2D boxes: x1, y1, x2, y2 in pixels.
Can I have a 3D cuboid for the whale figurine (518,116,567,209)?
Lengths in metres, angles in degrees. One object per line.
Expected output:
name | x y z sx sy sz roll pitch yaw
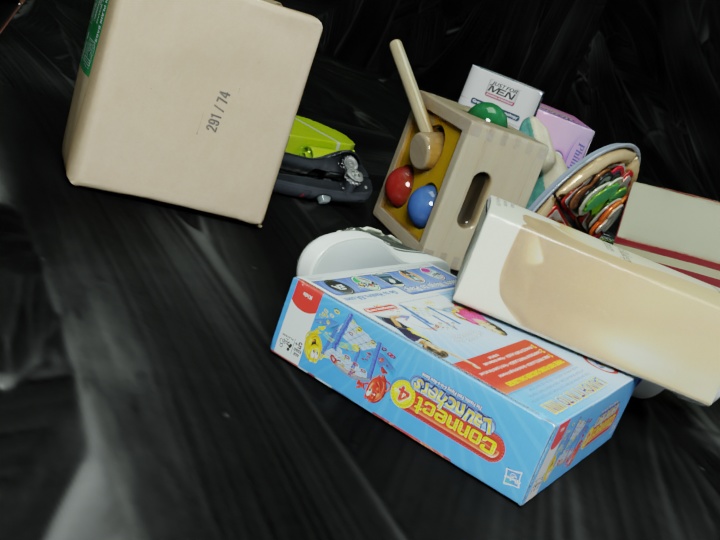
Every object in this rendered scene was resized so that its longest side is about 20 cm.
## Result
whale figurine | 0.202 -0.082 1.152 0.103 0.200 0.160 -14 48 11

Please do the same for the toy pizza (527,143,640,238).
toy pizza | 0.222 -0.047 1.013 0.032 0.201 0.200 48 26 25

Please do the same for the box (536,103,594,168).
box | 0.251 -0.151 1.437 0.096 0.177 0.200 21 15 -2

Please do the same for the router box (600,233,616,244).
router box | 0.372 0.015 1.245 0.199 0.063 0.150 18 14 -13

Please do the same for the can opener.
can opener | -0.069 -0.105 1.101 0.199 0.079 0.064 2 62 -43

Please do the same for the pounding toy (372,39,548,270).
pounding toy | 0.092 -0.128 1.093 0.141 0.201 0.184 13 16 -24

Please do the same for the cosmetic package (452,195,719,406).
cosmetic package | 0.174 0.018 0.729 0.199 0.072 0.105 22 14 2

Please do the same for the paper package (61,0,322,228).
paper package | -0.156 -0.162 0.881 0.190 0.201 0.103 11 17 -30

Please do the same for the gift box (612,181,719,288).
gift box | 0.367 0.018 1.025 0.186 0.186 0.199 21 16 35

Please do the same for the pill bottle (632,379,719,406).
pill bottle | 0.218 0.042 0.843 0.199 0.113 0.112 21 15 -1

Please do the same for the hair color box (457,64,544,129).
hair color box | 0.158 -0.156 1.282 0.099 0.201 0.061 24 15 9

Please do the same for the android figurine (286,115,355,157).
android figurine | -0.091 -0.182 1.344 0.199 0.041 0.182 3 23 -48

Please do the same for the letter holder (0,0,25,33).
letter holder | -0.556 -0.352 1.228 0.199 0.143 0.101 24 -17 14

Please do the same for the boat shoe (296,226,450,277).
boat shoe | 0.000 0.000 0.793 0.063 0.071 0.200 31 9 30

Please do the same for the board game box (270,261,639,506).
board game box | 0.073 0.064 0.680 0.195 0.056 0.200 29 17 26
